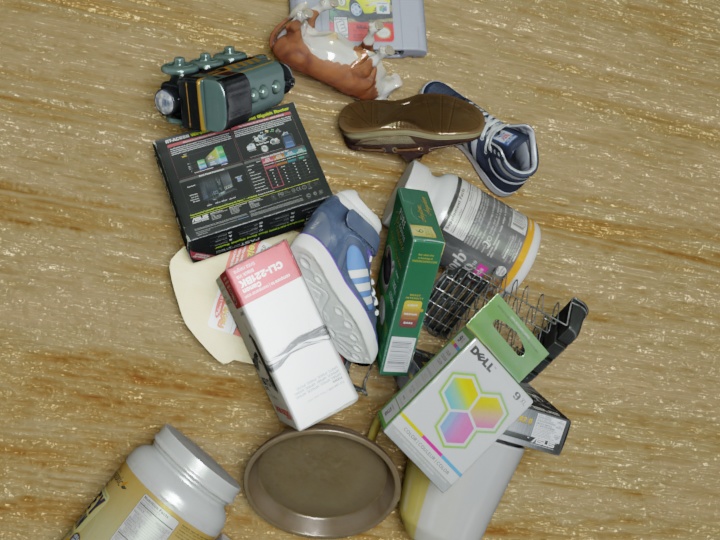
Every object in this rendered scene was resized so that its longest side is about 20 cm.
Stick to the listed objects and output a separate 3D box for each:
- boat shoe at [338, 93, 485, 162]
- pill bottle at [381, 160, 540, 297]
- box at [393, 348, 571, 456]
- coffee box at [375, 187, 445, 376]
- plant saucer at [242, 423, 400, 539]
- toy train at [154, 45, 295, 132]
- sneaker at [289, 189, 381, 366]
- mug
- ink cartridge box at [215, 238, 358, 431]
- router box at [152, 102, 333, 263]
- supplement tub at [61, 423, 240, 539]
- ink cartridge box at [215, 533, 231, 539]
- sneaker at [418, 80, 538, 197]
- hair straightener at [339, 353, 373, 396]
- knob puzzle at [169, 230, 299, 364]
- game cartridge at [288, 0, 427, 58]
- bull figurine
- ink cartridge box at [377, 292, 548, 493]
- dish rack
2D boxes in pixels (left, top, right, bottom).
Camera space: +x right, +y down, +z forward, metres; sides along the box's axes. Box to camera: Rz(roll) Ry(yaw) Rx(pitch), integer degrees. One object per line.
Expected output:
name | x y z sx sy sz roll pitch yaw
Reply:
boat shoe | 0.070 -0.186 1.033 0.194 0.073 0.074 -1 57 8
pill bottle | 0.134 -0.057 1.030 0.197 0.116 0.119 28 79 -7
box | 0.150 0.163 0.985 0.195 0.158 0.050 18 97 -9
coffee box | 0.054 0.016 0.950 0.043 0.124 0.204 5 122 -10
plant saucer | -0.047 0.259 0.945 0.194 0.030 0.204 1 126 1
toy train | -0.164 -0.225 0.952 0.111 0.200 0.087 13 117 23
sneaker | 0.000 0.000 0.960 0.147 0.079 0.203 -49 124 -36
mug | 0.107 0.269 0.996 0.148 0.184 0.157 20 89 -43
ink cartridge box | -0.092 0.080 0.920 0.082 0.144 0.204 -26 92 -16
router box | -0.149 -0.115 0.978 0.195 0.062 0.153 -18 69 -15
supplement tub | -0.247 0.300 0.894 0.144 0.144 0.201 40 77 -5
ink cartridge box | -0.131 0.403 0.878 0.146 0.200 0.085 42 78 -5
sneaker | 0.167 -0.196 1.055 0.070 0.108 0.200 -43 93 -13
hair straightener | -0.015 0.065 1.009 0.076 0.041 0.205 -20 94 -30
knob puzzle | -0.154 0.022 0.999 0.213 0.030 0.227 2 85 -16
game cartridge | -0.004 -0.370 1.076 0.194 0.041 0.137 -3 81 -12
bull figurine | -0.022 -0.282 1.008 0.195 0.122 0.067 15 58 -19
ink cartridge box | 0.124 0.138 0.866 0.200 0.059 0.104 -45 102 2
dish rack | 0.180 0.063 1.009 0.196 0.154 0.055 28 47 -4
